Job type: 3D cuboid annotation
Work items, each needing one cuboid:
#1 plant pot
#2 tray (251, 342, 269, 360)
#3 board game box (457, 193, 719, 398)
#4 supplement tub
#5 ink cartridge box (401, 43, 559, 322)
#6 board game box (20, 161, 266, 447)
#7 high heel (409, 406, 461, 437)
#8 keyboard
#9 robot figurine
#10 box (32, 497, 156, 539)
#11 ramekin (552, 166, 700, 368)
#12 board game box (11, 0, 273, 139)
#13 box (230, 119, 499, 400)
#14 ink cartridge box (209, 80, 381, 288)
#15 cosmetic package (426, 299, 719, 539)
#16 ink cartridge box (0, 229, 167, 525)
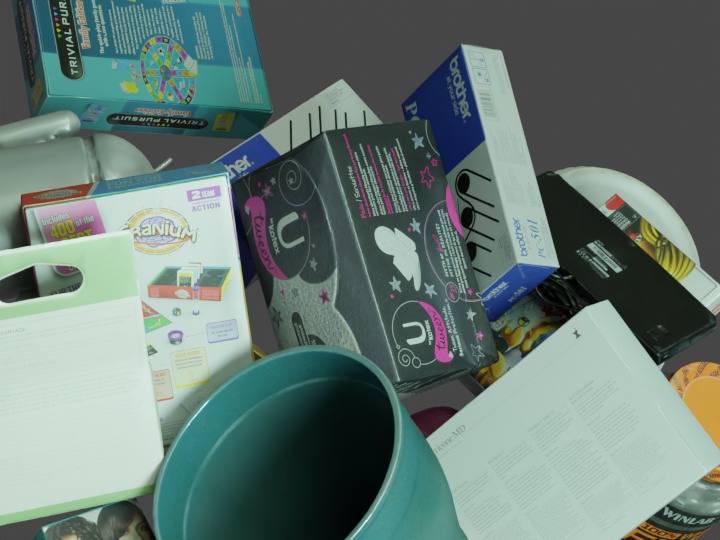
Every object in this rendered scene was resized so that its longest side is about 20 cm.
[{"bbox_3d":[-0.015,0.187,1.619,0.188,0.200,0.200,49,38,-42],"label":"plant pot"},{"bbox_3d":[-0.137,0.078,1.743,0.200,0.037,0.099,36,50,-2],"label":"tray"},{"bbox_3d":[0.176,0.044,1.792,0.200,0.035,0.126,-40,64,-14],"label":"board game box"},{"bbox_3d":[0.232,0.160,1.778,0.122,0.200,0.123,13,55,-19],"label":"supplement tub"},{"bbox_3d":[0.092,-0.070,1.779,0.044,0.094,0.200,6,58,-32],"label":"ink cartridge box"},{"bbox_3d":[-0.158,0.031,1.650,0.153,0.040,0.200,-9,106,-9],"label":"board game box"},{"bbox_3d":[0.104,0.192,1.775,0.096,0.067,0.200,-3,46,-40],"label":"high heel"},{"bbox_3d":[0.180,0.007,1.781,0.104,0.040,0.200,-24,55,-33],"label":"keyboard"},{"bbox_3d":[-0.235,-0.041,1.697,0.200,0.113,0.170,-9,72,-9],"label":"robot figurine"},{"bbox_3d":[-0.158,0.266,1.600,0.082,0.049,0.200,-17,69,-35],"label":"box"},{"bbox_3d":[0.196,0.005,1.922,0.200,0.105,0.200,14,54,-20],"label":"ramekin"},{"bbox_3d":[-0.185,-0.189,1.884,0.200,0.047,0.151,2,59,-27],"label":"board game box"},{"bbox_3d":[0.000,0.000,1.742,0.115,0.132,0.200,-8,79,-42],"label":"box"},{"bbox_3d":[-0.055,-0.074,1.870,0.094,0.044,0.200,48,51,7],"label":"ink cartridge box"},{"bbox_3d":[0.151,0.142,1.694,0.151,0.200,0.052,54,26,10],"label":"cosmetic package"},{"bbox_3d":[-0.221,0.074,1.597,0.145,0.048,0.200,-10,105,-14],"label":"ink cartridge box"}]
